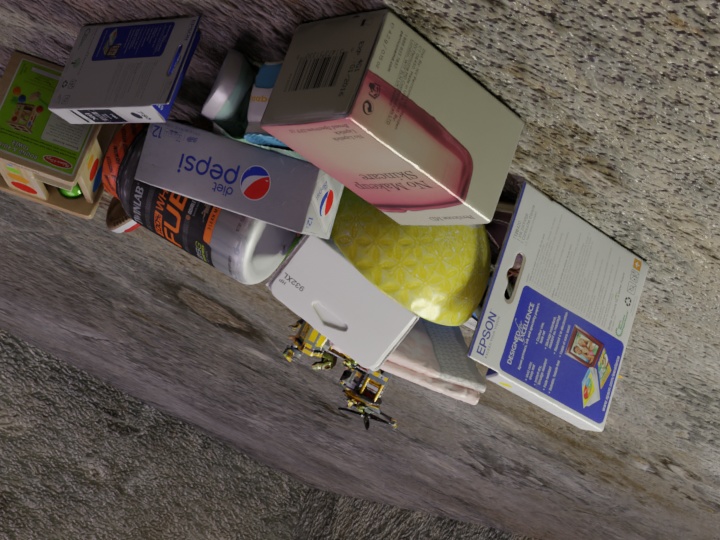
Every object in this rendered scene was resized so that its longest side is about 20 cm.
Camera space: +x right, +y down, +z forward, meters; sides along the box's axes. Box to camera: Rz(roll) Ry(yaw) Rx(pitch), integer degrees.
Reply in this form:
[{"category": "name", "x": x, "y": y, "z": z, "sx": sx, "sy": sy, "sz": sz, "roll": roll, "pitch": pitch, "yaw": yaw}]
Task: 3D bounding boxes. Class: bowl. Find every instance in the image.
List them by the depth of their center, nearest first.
[{"category": "bowl", "x": 0.068, "y": -0.051, "z": 1.488, "sx": 0.199, "sy": 0.108, "sz": 0.201, "roll": 34, "pitch": -157, "yaw": -16}]

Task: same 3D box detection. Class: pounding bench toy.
[{"category": "pounding bench toy", "x": -0.323, "y": -0.139, "z": 1.686, "sx": 0.198, "sy": 0.125, "sz": 0.156, "roll": 19, "pitch": 164, "yaw": 3}]

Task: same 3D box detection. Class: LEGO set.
[{"category": "LEGO set", "x": -0.020, "y": 0.106, "z": 1.681, "sx": 0.153, "sy": 0.117, "sz": 0.200, "roll": 25, "pitch": -162, "yaw": -7}]

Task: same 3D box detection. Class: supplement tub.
[{"category": "supplement tub", "x": -0.168, "y": -0.081, "z": 1.531, "sx": 0.199, "sy": 0.123, "sz": 0.123, "roll": 28, "pitch": 167, "yaw": 19}]

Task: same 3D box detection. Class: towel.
[{"category": "towel", "x": 0.042, "y": 0.067, "z": 1.633, "sx": 0.190, "sy": 0.032, "sz": 0.200, "roll": 23, "pitch": -162, "yaw": -15}]

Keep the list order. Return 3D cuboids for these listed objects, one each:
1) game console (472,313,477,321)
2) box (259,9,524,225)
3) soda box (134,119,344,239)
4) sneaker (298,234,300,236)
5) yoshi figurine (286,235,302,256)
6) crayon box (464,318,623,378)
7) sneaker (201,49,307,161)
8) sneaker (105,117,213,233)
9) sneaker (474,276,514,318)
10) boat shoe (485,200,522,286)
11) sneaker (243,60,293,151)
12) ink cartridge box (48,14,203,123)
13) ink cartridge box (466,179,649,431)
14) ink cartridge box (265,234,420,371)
[{"category": "game console", "x": 0.058, "y": 0.027, "z": 1.739, "sx": 0.175, "sy": 0.117, "sz": 0.200, "roll": -22, "pitch": 144, "yaw": 12}, {"category": "box", "x": 0.030, "y": -0.132, "z": 1.308, "sx": 0.199, "sy": 0.110, "sz": 0.127, "roll": 33, "pitch": 159, "yaw": -37}, {"category": "soda box", "x": -0.117, "y": -0.091, "z": 1.401, "sx": 0.199, "sy": 0.069, "sz": 0.063, "roll": 18, "pitch": -177, "yaw": 24}, {"category": "sneaker", "x": -0.092, "y": -0.100, "z": 1.634, "sx": 0.097, "sy": 0.071, "sz": 0.201, "roll": 18, "pitch": 162, "yaw": 7}, {"category": "yoshi figurine", "x": -0.116, "y": -0.053, "z": 1.761, "sx": 0.198, "sy": 0.113, "sz": 0.112, "roll": 21, "pitch": 158, "yaw": -13}, {"category": "crayon box", "x": 0.235, "y": 0.078, "z": 1.857, "sx": 0.199, "sy": 0.052, "sz": 0.125, "roll": 29, "pitch": 162, "yaw": -25}, {"category": "sneaker", "x": -0.090, "y": -0.154, "z": 1.441, "sx": 0.117, "sy": 0.074, "sz": 0.200, "roll": 26, "pitch": 174, "yaw": 3}, {"category": "sneaker", "x": -0.200, "y": -0.090, "z": 1.684, "sx": 0.199, "sy": 0.072, "sz": 0.112, "roll": -34, "pitch": 137, "yaw": 29}, {"category": "sneaker", "x": 0.172, "y": 0.031, "z": 1.655, "sx": 0.090, "sy": 0.075, "sz": 0.200, "roll": 44, "pitch": -165, "yaw": -14}, {"category": "boat shoe", "x": 0.191, "y": -0.010, "z": 1.581, "sx": 0.072, "sy": 0.073, "sz": 0.200, "roll": 5, "pitch": 158, "yaw": 42}, {"category": "sneaker", "x": -0.033, "y": -0.150, "z": 1.403, "sx": 0.076, "sy": 0.082, "sz": 0.199, "roll": 8, "pitch": 180, "yaw": 31}, {"category": "ink cartridge box", "x": -0.223, "y": -0.196, "z": 1.426, "sx": 0.199, "sy": 0.100, "sz": 0.039, "roll": 5, "pitch": 159, "yaw": 45}, {"category": "ink cartridge box", "x": 0.201, "y": 0.039, "z": 1.506, "sx": 0.199, "sy": 0.199, "sz": 0.047, "roll": 29, "pitch": 161, "yaw": -27}, {"category": "ink cartridge box", "x": 0.000, "y": 0.000, "z": 1.538, "sx": 0.145, "sy": 0.084, "sz": 0.200, "roll": 38, "pitch": -158, "yaw": -3}]
